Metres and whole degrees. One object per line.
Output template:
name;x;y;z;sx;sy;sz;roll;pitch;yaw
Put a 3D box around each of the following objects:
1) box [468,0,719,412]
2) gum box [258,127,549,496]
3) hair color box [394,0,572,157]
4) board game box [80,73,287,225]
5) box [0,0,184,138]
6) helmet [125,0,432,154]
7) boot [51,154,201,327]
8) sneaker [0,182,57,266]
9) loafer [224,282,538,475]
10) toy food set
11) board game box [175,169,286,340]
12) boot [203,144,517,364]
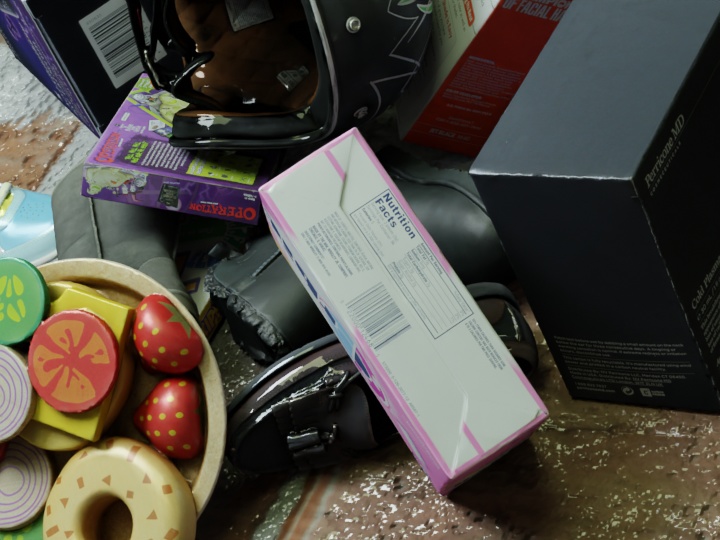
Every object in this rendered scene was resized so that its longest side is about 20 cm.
box;0.173;-0.056;1.203;0.104;0.182;0.200;5;47;34
gum box;0.019;0.021;1.170;0.066;0.114;0.200;-33;82;-6
hair color box;0.088;-0.182;1.383;0.064;0.200;0.111;10;50;-23
board game box;-0.112;-0.086;1.438;0.120;0.032;0.200;14;23;1
box;-0.227;-0.215;1.648;0.104;0.148;0.200;-36;38;-11
helmet;-0.047;-0.172;1.371;0.190;0.200;0.200;-11;40;14
boot;-0.193;0.000;1.401;0.181;0.073;0.200;-16;42;-5
sneaker;-0.297;-0.056;1.516;0.199;0.131;0.080;-1;43;28
loafer;0.011;0.072;1.244;0.200;0.072;0.063;-26;42;-4
toy food set;-0.173;0.092;1.256;0.197;0.049;0.201;17;96;21
board game box;-0.125;0.006;1.433;0.095;0.030;0.200;1;48;32
boot;0.000;-0.001;1.329;0.162;0.073;0.198;-36;32;-16
